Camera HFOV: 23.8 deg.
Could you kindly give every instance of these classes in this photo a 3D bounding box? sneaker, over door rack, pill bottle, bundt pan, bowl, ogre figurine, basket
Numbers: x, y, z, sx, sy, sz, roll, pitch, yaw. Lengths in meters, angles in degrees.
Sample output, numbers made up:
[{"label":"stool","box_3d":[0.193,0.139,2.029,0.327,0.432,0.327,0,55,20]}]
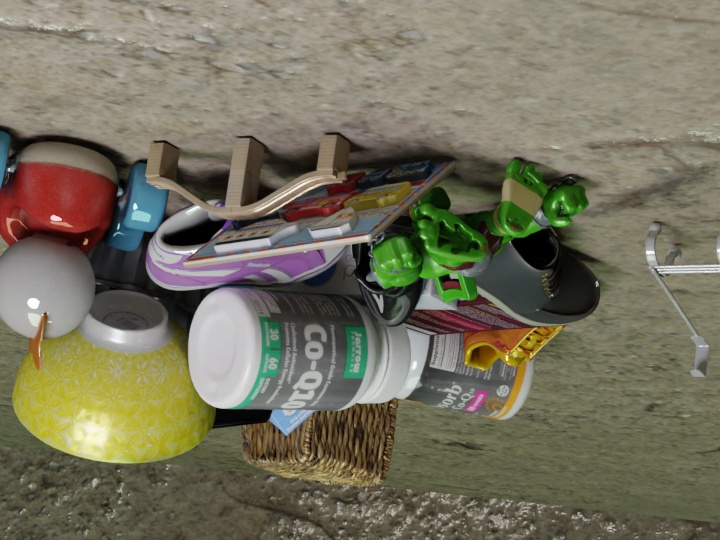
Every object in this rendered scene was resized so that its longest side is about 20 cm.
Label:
[{"label":"sneaker","box_3d":[-0.096,-0.030,1.572,0.198,0.073,0.114,-13,163,-15]},{"label":"sneaker","box_3d":[0.174,0.003,1.610,0.199,0.076,0.106,19,164,-34]},{"label":"over door rack","box_3d":[0.355,0.021,1.569,0.146,0.067,0.201,0,143,28]},{"label":"pill bottle","box_3d":[0.090,0.096,1.944,0.198,0.118,0.116,12,165,-18]},{"label":"bundt pan","box_3d":[-0.233,0.017,1.758,0.200,0.077,0.202,10,159,4]},{"label":"sneaker","box_3d":[0.018,-0.006,1.565,0.070,0.083,0.200,17,150,11]},{"label":"bowl","box_3d":[-0.230,0.085,1.641,0.198,0.109,0.201,9,-153,-5]},{"label":"sneaker","box_3d":[0.185,0.061,1.821,0.072,0.078,0.200,16,153,-28]},{"label":"pill bottle","box_3d":[-0.056,0.077,1.637,0.198,0.115,0.113,4,171,-39]},{"label":"ogre figurine","box_3d":[0.083,-0.026,1.440,0.098,0.200,0.120,52,152,-3]},{"label":"basket","box_3d":[-0.050,0.153,2.067,0.148,0.202,0.142,20,161,-42]}]

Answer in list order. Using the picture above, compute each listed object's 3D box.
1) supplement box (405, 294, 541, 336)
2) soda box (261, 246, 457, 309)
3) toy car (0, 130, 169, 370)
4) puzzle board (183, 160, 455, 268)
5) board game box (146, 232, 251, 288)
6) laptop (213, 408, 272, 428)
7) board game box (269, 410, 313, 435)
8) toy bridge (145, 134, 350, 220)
[{"label":"supplement box","box_3d":[0.104,0.023,1.758,0.108,0.062,0.199,20,162,-41]},{"label":"soda box","box_3d":[0.000,0.000,1.710,0.198,0.069,0.064,0,165,30]},{"label":"toy car","box_3d":[-0.291,-0.006,1.575,0.182,0.202,0.177,13,165,-17]},{"label":"puzzle board","box_3d":[-0.036,-0.050,1.443,0.198,0.018,0.151,-8,-160,36]},{"label":"board game box","box_3d":[-0.188,-0.015,1.826,0.156,0.039,0.200,7,159,8]},{"label":"laptop","box_3d":[-0.081,0.091,1.871,0.199,0.117,0.187,-14,-179,-35]},{"label":"board game box","box_3d":[-0.059,0.100,1.882,0.037,0.151,0.200,52,171,-16]},{"label":"toy bridge","box_3d":[-0.098,-0.078,1.461,0.198,0.068,0.027,0,164,29]}]
